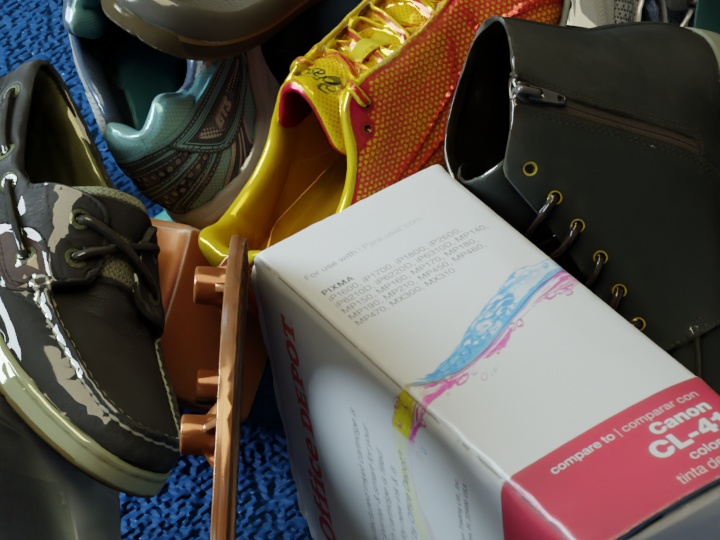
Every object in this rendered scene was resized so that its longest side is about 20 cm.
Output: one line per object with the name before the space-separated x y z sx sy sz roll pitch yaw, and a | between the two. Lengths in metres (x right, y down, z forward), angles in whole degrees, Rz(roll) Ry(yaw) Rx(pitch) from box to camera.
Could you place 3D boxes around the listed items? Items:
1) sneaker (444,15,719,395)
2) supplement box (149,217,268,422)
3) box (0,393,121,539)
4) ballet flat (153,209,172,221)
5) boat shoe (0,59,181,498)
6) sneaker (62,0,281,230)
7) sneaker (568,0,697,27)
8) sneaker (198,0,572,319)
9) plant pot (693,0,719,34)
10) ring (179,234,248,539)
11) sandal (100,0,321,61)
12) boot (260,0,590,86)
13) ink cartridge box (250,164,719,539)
sneaker | 0.083 0.008 1.055 0.106 0.201 0.075 4 -13 -30
supplement box | -0.126 0.007 1.153 0.200 0.066 0.069 13 83 41
box | -0.189 0.092 0.987 0.123 0.200 0.199 -42 33 25
ballet flat | 0.000 0.000 1.167 0.200 0.067 0.070 11 47 25
boat shoe | -0.105 -0.005 1.049 0.066 0.072 0.201 -46 44 15
sneaker | -0.079 -0.109 1.158 0.078 0.086 0.200 -33 52 20
sneaker | 0.135 -0.136 1.284 0.082 0.075 0.200 5 43 21
sneaker | 0.015 -0.069 1.079 0.073 0.077 0.200 20 75 41
plant pot | 0.222 -0.045 1.075 0.160 0.201 0.201 -2 40 -7
ring | -0.051 0.088 0.978 0.019 0.201 0.201 3 41 -1
sandal | -0.027 -0.144 1.130 0.082 0.055 0.200 30 40 23
boot | 0.029 -0.100 1.176 0.200 0.066 0.165 13 72 42
ink cartridge box | 0.056 0.078 1.003 0.085 0.148 0.200 -26 43 -19
